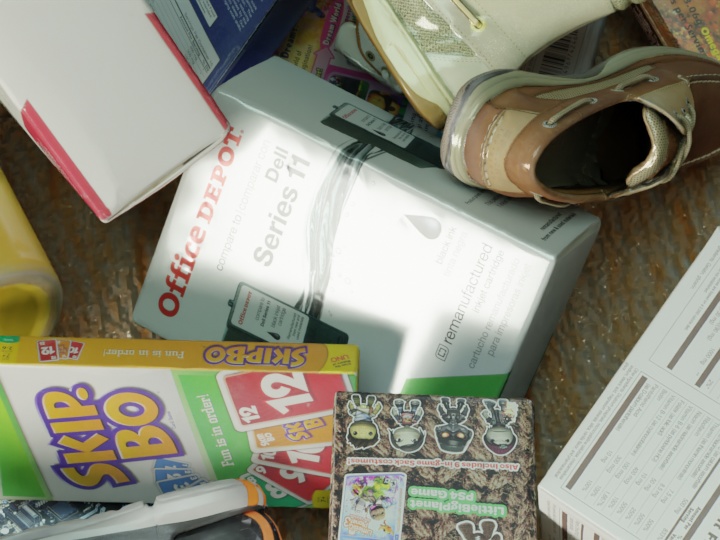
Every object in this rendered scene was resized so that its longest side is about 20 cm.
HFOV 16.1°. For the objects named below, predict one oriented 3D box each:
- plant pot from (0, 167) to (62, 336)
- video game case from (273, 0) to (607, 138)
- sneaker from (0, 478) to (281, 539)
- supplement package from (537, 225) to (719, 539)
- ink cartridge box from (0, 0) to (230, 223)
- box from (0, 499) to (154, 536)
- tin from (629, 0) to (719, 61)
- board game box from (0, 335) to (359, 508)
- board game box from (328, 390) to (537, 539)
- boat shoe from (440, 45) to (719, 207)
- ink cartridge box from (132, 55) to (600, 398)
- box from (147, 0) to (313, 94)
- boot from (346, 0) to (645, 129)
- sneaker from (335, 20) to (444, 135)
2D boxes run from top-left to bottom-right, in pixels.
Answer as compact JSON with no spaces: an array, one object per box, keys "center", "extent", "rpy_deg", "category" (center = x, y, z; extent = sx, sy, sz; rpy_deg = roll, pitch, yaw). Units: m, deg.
[{"center":[-0.259,-0.019,1.307],"extent":[0.201,0.201,0.189],"rpy_deg":[-38,69,-9],"category":"plant pot"},{"center":[0.027,-0.091,1.409],"extent":[0.182,0.024,0.200],"rpy_deg":[14,73,10],"category":"video game case"},{"center":[-0.130,0.180,1.249],"extent":[0.200,0.078,0.112],"rpy_deg":[-17,76,4],"category":"sneaker"},{"center":[0.174,0.098,1.236],"extent":[0.111,0.200,0.156],"rpy_deg":[33,76,14],"category":"supplement package"},{"center":[-0.162,-0.128,1.288],"extent":[0.086,0.148,0.200],"rpy_deg":[-39,28,-6],"category":"ink cartridge box"},{"center":[-0.171,0.150,1.327],"extent":[0.200,0.046,0.159],"rpy_deg":[-5,70,3],"category":"box"},{"center":[0.209,-0.151,1.397],"extent":[0.112,0.042,0.200],"rpy_deg":[-28,78,-2],"category":"tin"},{"center":[-0.102,0.076,1.274],"extent":[0.200,0.096,0.030],"rpy_deg":[3,40,1],"category":"board game box"},{"center":[0.030,0.183,1.211],"extent":[0.097,0.159,0.200],"rpy_deg":[2,55,-1],"category":"board game box"},{"center":[0.133,-0.066,1.287],"extent":[0.200,0.076,0.072],"rpy_deg":[-13,29,-36],"category":"boat shoe"},{"center":[0.000,0.000,1.314],"extent":[0.200,0.083,0.147],"rpy_deg":[27,113,14],"category":"ink cartridge box"},{"center":[-0.081,-0.161,1.360],"extent":[0.032,0.200,0.121],"rpy_deg":[-12,66,-36],"category":"box"},{"center":[0.052,-0.193,1.300],"extent":[0.155,0.072,0.200],"rpy_deg":[-30,81,7],"category":"boot"},{"center":[0.039,-0.104,1.364],"extent":[0.085,0.073,0.200],"rpy_deg":[-23,78,12],"category":"sneaker"}]
